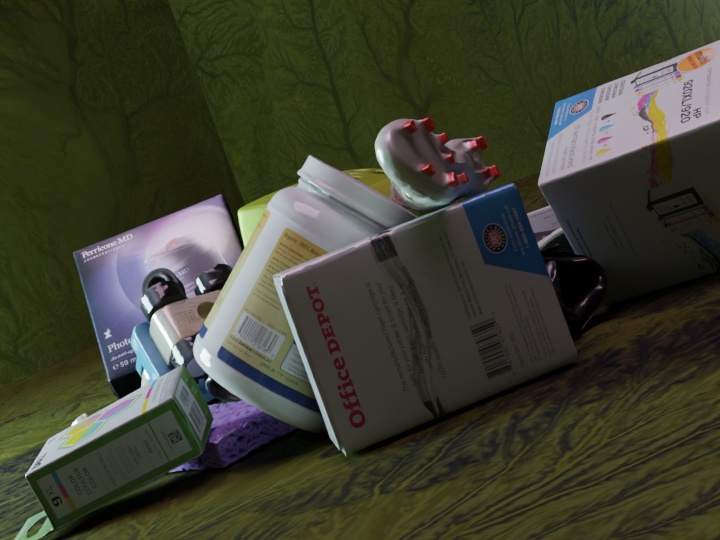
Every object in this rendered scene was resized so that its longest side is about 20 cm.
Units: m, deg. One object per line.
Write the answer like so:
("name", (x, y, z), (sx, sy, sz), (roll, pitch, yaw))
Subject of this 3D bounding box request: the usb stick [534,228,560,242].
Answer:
("usb stick", (0.224, -0.024, 1.559), (0.197, 0.033, 0.056), (-10, 42, 6))

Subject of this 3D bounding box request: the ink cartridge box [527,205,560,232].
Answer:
("ink cartridge box", (0.224, -0.027, 1.838), (0.198, 0.044, 0.173), (-20, -22, 20))

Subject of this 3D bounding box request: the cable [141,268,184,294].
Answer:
("cable", (-0.186, 0.079, 1.716), (0.097, 0.050, 0.199), (-51, 49, -3))

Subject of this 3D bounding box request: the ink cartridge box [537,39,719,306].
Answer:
("ink cartridge box", (0.283, -0.091, 1.370), (0.198, 0.145, 0.148), (-19, 29, 27))

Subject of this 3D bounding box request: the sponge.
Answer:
("sponge", (-0.136, 0.153, 1.441), (0.111, 0.030, 0.199), (-26, 7, -35))

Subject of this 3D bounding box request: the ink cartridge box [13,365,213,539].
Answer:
("ink cartridge box", (-0.230, 0.165, 1.349), (0.198, 0.060, 0.104), (-29, 10, 5))

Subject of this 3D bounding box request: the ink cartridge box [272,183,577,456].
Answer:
("ink cartridge box", (0.047, 0.036, 1.207), (0.198, 0.147, 0.084), (-21, 3, -7))

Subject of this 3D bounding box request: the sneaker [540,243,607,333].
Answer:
("sneaker", (0.121, 0.035, 1.319), (0.198, 0.078, 0.111), (-16, -8, -27))

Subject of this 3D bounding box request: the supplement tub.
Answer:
("supplement tub", (-0.039, 0.019, 1.314), (0.201, 0.143, 0.144), (-61, 2, 4))

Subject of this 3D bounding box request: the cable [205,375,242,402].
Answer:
("cable", (-0.073, 0.098, 1.494), (0.199, 0.097, 0.051), (-23, 47, 43))

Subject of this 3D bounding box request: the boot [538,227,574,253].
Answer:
("boot", (0.157, 0.012, 1.514), (0.199, 0.073, 0.144), (-27, 4, -22))

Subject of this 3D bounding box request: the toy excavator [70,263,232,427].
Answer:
("toy excavator", (-0.200, 0.113, 1.611), (0.193, 0.100, 0.201), (-16, -37, -30))

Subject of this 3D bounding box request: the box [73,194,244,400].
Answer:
("box", (-0.216, 0.046, 1.837), (0.198, 0.200, 0.124), (-22, -36, -3))

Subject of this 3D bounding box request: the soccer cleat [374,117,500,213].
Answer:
("soccer cleat", (0.049, -0.076, 1.232), (0.077, 0.070, 0.200), (-26, -10, 21))

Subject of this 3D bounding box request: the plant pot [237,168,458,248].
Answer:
("plant pot", (0.011, -0.008, 1.666), (0.180, 0.202, 0.198), (-11, 9, 36))
